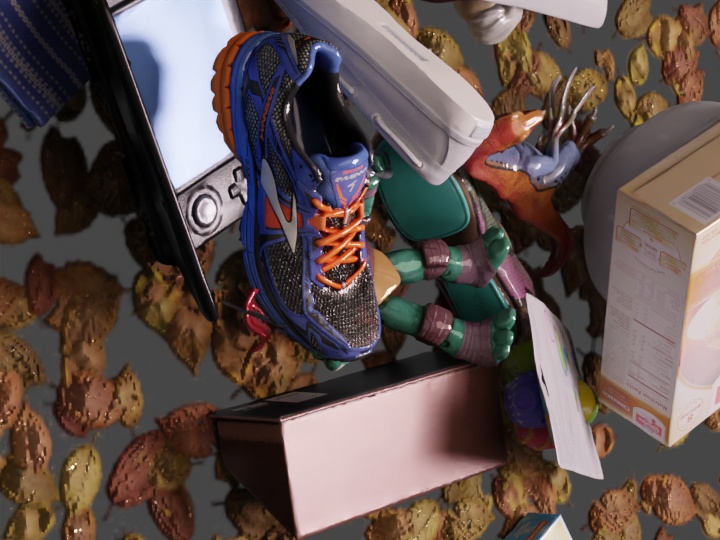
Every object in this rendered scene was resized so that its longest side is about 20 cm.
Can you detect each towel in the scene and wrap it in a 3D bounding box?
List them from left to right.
[{"bbox_3d":[-0.171,-0.198,1.005,0.200,0.024,0.145,-51,118,-33],"label":"towel"}]

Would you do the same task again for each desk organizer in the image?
[{"bbox_3d":[0.005,0.110,1.106,0.199,0.072,0.077,-13,97,-42],"label":"desk organizer"}]

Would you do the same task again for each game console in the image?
[{"bbox_3d":[-0.093,-0.100,0.985,0.176,0.116,0.201,-37,121,-38],"label":"game console"}]

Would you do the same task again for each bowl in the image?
[{"bbox_3d":[0.233,-0.051,1.291,0.201,0.090,0.202,-29,137,-31],"label":"bowl"}]

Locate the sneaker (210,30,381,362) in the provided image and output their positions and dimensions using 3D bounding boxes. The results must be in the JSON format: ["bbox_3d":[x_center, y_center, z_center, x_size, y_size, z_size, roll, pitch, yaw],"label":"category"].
[{"bbox_3d":[-0.027,-0.043,0.969,0.075,0.078,0.201,-24,101,-40],"label":"sneaker"}]

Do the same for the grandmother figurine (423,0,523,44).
[{"bbox_3d":[0.052,-0.239,1.193,0.200,0.060,0.122,47,70,-32],"label":"grandmother figurine"}]

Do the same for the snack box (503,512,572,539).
[{"bbox_3d":[0.100,0.278,1.198,0.200,0.037,0.117,-41,113,-37],"label":"snack box"}]

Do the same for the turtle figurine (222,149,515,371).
[{"bbox_3d":[0.000,0.000,1.087,0.199,0.101,0.151,12,74,-23],"label":"turtle figurine"}]

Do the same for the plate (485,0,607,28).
[{"bbox_3d":[0.116,-0.284,1.223,0.199,0.032,0.201,0,74,-53],"label":"plate"}]

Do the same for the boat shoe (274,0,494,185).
[{"bbox_3d":[-0.004,-0.134,1.090,0.200,0.069,0.072,41,21,9],"label":"boat shoe"}]

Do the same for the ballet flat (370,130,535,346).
[{"bbox_3d":[0.067,-0.035,1.187,0.200,0.069,0.071,58,35,-27],"label":"ballet flat"}]

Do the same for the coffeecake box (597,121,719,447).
[{"bbox_3d":[0.252,0.003,1.216,0.153,0.073,0.201,-32,139,-30],"label":"coffeecake box"}]

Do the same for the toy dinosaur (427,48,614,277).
[{"bbox_3d":[0.119,-0.070,1.164,0.181,0.104,0.201,-41,116,-61],"label":"toy dinosaur"}]

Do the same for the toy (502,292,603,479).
[{"bbox_3d":[0.128,0.090,1.187,0.200,0.047,0.116,24,53,-70],"label":"toy"}]
